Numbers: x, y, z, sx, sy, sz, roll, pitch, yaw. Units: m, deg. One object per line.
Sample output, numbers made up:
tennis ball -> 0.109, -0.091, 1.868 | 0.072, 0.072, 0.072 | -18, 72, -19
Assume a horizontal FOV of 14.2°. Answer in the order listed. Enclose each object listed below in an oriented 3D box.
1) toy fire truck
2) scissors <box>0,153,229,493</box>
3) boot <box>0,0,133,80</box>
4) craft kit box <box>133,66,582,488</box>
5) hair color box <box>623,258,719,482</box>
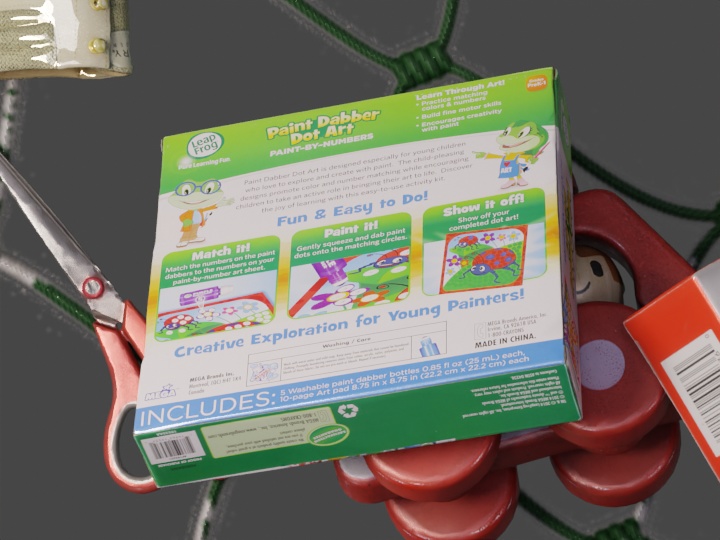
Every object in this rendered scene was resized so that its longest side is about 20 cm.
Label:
toy fire truck -> 0.066, 0.029, 1.368 | 0.199, 0.112, 0.169 | -17, 66, 3
scissors -> -0.119, 0.016, 1.425 | 0.073, 0.014, 0.201 | -23, 84, 5
boot -> -0.116, -0.173, 1.407 | 0.199, 0.072, 0.156 | -8, 85, 9
craft kit box -> 0.000, 0.000, 1.330 | 0.199, 0.049, 0.198 | -9, 46, 11
hair color box -> 0.224, 0.018, 1.317 | 0.199, 0.061, 0.102 | -26, 83, -36
